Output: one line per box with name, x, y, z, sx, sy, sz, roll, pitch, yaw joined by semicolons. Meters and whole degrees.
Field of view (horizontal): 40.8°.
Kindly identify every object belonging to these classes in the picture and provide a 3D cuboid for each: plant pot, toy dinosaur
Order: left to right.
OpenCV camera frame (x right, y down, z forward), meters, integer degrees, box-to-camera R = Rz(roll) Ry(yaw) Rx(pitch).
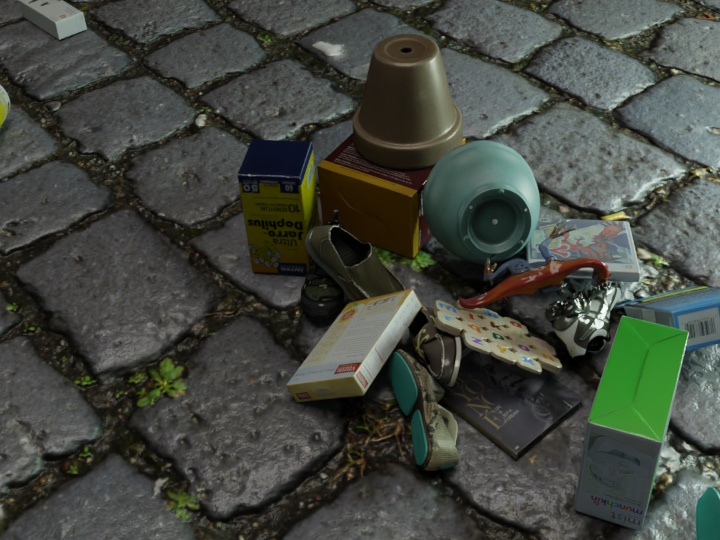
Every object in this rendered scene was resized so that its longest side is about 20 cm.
plant pot;0.082;-0.301;1.664;0.195;0.177;0.202;-1;40;1
plant pot;0.207;-0.096;1.573;0.196;0.205;0.135;-6;21;-3
toy dinosaur;0.281;0.020;1.476;0.179;0.106;0.200;-4;33;47

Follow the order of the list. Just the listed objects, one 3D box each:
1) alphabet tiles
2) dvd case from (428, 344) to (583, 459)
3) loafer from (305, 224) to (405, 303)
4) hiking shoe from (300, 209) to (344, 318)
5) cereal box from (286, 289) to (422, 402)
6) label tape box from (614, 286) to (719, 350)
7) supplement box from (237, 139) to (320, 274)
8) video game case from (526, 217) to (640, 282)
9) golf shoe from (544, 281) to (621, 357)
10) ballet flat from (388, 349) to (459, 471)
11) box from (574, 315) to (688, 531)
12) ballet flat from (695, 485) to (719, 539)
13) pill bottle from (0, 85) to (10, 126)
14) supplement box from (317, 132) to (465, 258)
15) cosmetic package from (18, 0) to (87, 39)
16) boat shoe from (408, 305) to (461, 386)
alphabet tiles;0.201;0.098;1.436;0.196;0.015;0.196;21;17;-5
dvd case;0.205;0.176;1.422;0.147;0.016;0.199;-31;46;-28
loafer;0.000;0.000;1.537;0.199;0.069;0.076;38;60;-14
hiking shoe;-0.061;-0.011;1.597;0.074;0.102;0.202;1;40;6
cereal box;-0.008;0.113;1.448;0.142;0.040;0.201;-13;29;42
label tape box;0.493;0.071;1.468;0.140;0.068;0.200;-12;2;-9
supplement box;-0.134;-0.106;1.637;0.106;0.203;0.111;3;40;9
video game case;0.368;-0.039;1.623;0.178;0.023;0.201;3;27;8
golf shoe;0.353;0.077;1.494;0.077;0.096;0.198;-23;-3;43
ballet flat;0.095;0.199;1.377;0.074;0.069;0.202;6;41;-23
box;0.351;0.197;1.260;0.095;0.179;0.201;13;42;20
ballet flat;0.448;0.359;1.162;0.070;0.073;0.202;3;43;8
pill bottle;-0.805;-0.307;2.000;0.107;0.111;0.202;-1;40;3
supplement box;0.059;-0.157;1.735;0.194;0.135;0.200;20;46;26
cosmetic package;-0.781;-0.649;2.449;0.082;0.051;0.199;-33;48;-29
boat shoe;0.107;0.107;1.433;0.058;0.073;0.201;15;21;-10
